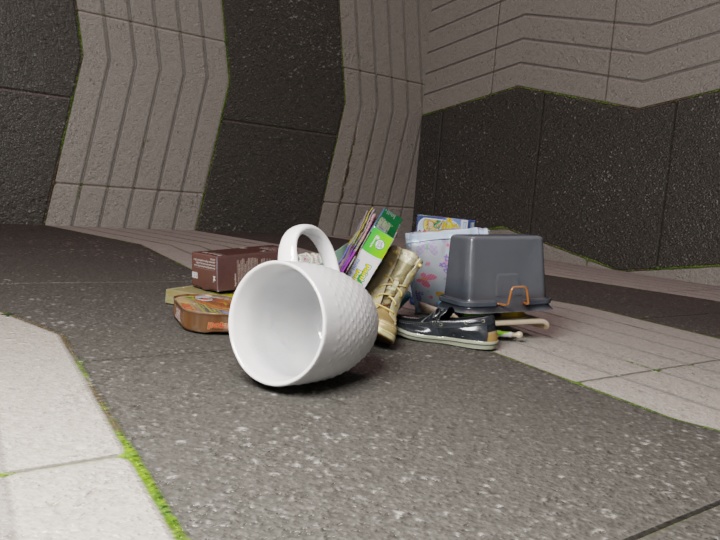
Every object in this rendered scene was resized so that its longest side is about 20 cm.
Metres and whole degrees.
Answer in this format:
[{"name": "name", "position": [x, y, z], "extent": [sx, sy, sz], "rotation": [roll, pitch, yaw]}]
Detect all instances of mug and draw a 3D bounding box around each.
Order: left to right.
[{"name": "mug", "position": [-0.060, 0.041, 0.971], "extent": [0.146, 0.203, 0.175], "rotation": [-11, -9, 30]}]

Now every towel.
[{"name": "towel", "position": [-0.036, 0.001, 1.244], "extent": [0.023, 0.201, 0.144], "rotation": [31, -31, -1]}]

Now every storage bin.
[{"name": "storage bin", "position": [0.250, 0.003, 1.383], "extent": [0.197, 0.136, 0.145], "rotation": [-2, 6, -20]}]

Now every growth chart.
[{"name": "growth chart", "position": [0.208, 0.105, 1.442], "extent": [0.143, 0.018, 0.200], "rotation": [5, 4, -8]}]

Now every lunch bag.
[{"name": "lunch bag", "position": [0.179, -0.016, 1.527], "extent": [0.167, 0.128, 0.201], "rotation": [-6, -36, 7]}]

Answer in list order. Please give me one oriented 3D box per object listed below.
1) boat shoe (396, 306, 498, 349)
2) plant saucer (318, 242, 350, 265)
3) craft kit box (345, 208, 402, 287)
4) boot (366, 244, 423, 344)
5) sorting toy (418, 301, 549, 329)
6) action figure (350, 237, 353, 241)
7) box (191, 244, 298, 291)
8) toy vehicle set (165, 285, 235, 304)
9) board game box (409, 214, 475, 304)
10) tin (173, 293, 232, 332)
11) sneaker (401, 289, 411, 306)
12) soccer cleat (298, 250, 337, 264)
[{"name": "boat shoe", "position": [0.141, 0.091, 1.305], "extent": [0.197, 0.063, 0.074], "rotation": [6, 8, 23]}, {"name": "plant saucer", "position": [-0.081, 0.030, 1.385], "extent": [0.039, 0.201, 0.201], "rotation": [47, 12, 4]}, {"name": "craft kit box", "position": [0.000, 0.000, 1.307], "extent": [0.048, 0.199, 0.200], "rotation": [33, 15, -1]}, {"name": "boot", "position": [0.050, 0.037, 1.268], "extent": [0.072, 0.156, 0.200], "rotation": [32, 0, -8]}, {"name": "sorting toy", "position": [0.231, 0.079, 1.444], "extent": [0.197, 0.037, 0.185], "rotation": [4, 4, -18]}, {"name": "action figure", "position": [0.019, -0.014, 1.704], "extent": [0.198, 0.106, 0.193], "rotation": [25, -16, -18]}, {"name": "box", "position": [-0.231, -0.007, 1.537], "extent": [0.198, 0.076, 0.099], "rotation": [-10, 13, -42]}, {"name": "toy vehicle set", "position": [-0.259, 0.056, 1.465], "extent": [0.198, 0.027, 0.124], "rotation": [8, 7, 23]}, {"name": "board game box", "position": [0.179, -0.017, 1.680], "extent": [0.134, 0.203, 0.034], "rotation": [9, 7, 38]}, {"name": "tin", "position": [-0.256, 0.071, 1.285], "extent": [0.111, 0.042, 0.200], "rotation": [7, 5, -22]}, {"name": "sneaker", "position": [0.018, 0.025, 1.485], "extent": [0.131, 0.079, 0.200], "rotation": [49, 11, 13]}, {"name": "soccer cleat", "position": [-0.090, -0.004, 1.520], "extent": [0.198, 0.087, 0.070], "rotation": [-23, 51, -23]}]
